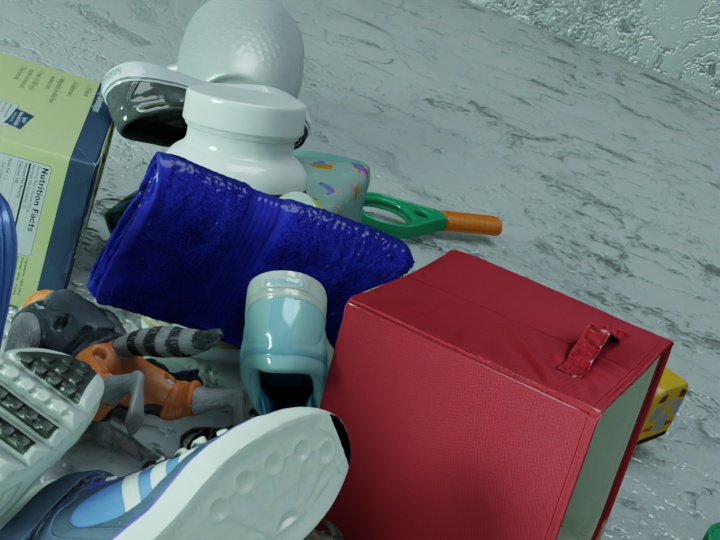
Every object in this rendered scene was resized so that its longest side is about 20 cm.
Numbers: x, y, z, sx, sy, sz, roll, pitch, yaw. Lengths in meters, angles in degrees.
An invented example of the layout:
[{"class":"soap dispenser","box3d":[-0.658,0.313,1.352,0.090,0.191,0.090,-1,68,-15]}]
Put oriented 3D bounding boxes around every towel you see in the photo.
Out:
[{"class":"towel","box3d":[-0.080,0.005,0.900,0.199,0.148,0.050,18,46,-21]}]

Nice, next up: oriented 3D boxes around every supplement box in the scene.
[{"class":"supplement box","box3d":[-0.314,-0.087,1.039,0.199,0.135,0.200,16,23,-11]}]

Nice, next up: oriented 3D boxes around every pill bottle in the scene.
[{"class":"pill bottle","box3d":[-0.104,-0.039,1.004,0.115,0.201,0.116,10,15,-3]}]

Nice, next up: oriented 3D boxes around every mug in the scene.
[{"class":"mug","box3d":[-0.165,-0.217,1.473,0.199,0.148,0.176,-10,31,5]}]

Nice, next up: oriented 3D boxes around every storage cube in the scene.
[{"class":"storage cube","box3d":[0.084,0.108,0.871,0.179,0.201,0.171,23,23,22]}]

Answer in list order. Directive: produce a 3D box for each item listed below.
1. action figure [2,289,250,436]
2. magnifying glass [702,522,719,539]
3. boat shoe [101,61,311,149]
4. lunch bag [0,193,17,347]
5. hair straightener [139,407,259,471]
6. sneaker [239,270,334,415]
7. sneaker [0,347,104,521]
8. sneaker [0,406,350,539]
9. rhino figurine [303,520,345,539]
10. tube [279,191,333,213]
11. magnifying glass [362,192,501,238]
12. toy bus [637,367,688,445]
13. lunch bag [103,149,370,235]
[{"class":"action figure","box3d":[-0.159,0.059,0.874,0.193,0.105,0.199,20,14,34]},{"class":"magnifying glass","box3d":[0.353,0.260,0.984,0.199,0.023,0.079,32,25,28]},{"class":"boat shoe","box3d":[-0.123,-0.122,1.082,0.199,0.070,0.067,12,51,-40]},{"class":"lunch bag","box3d":[-0.262,0.029,0.737,0.082,0.201,0.161,0,21,-36]},{"class":"hair straightener","box3d":[-0.106,0.132,0.849,0.077,0.041,0.200,22,23,3]},{"class":"sneaker","box3d":[-0.052,0.082,0.880,0.073,0.200,0.082,2,60,8]},{"class":"sneaker","box3d":[-0.216,0.116,0.663,0.075,0.081,0.200,35,55,21]},{"class":"sneaker","box3d":[-0.119,0.128,0.720,0.200,0.081,0.146,-36,30,-32]},{"class":"rhino figurine","box3d":[-0.048,0.190,0.749,0.087,0.060,0.200,26,22,8]},{"class":"tube","box3d":[0.000,0.000,1.006,0.200,0.052,0.058,31,46,-51]},{"class":"magnifying glass","box3d":[0.073,-0.057,1.432,0.199,0.023,0.080,2,29,-31]},{"class":"toy bus","box3d":[0.190,0.083,1.159,0.200,0.079,0.065,36,27,32]},{"class":"lunch bag","box3d":[-0.109,-0.050,1.156,0.199,0.123,0.170,14,23,15]}]
